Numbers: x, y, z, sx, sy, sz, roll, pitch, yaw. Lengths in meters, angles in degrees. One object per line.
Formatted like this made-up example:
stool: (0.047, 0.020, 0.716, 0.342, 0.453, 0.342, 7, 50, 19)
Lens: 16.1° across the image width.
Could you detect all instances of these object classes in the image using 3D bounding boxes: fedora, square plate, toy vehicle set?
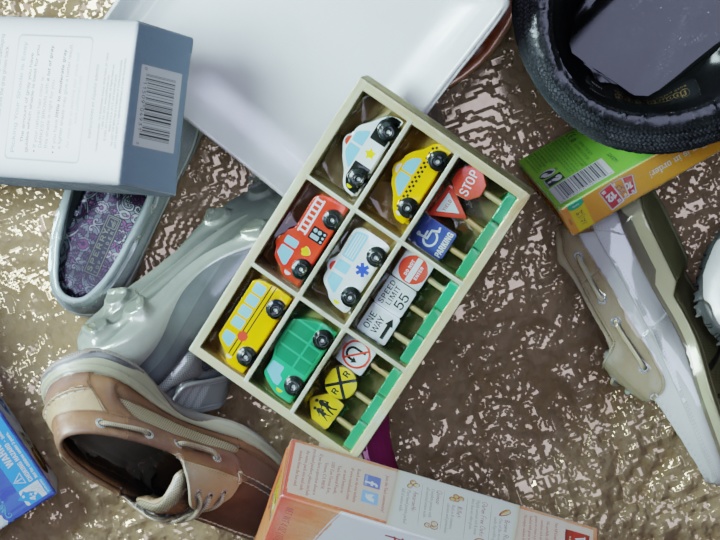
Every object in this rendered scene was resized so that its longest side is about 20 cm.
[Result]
fedora: (0.188, -0.168, 1.549, 0.199, 0.092, 0.202, 0, 94, 0)
square plate: (-0.037, -0.153, 1.543, 0.200, 0.028, 0.198, 38, 119, 2)
toy vehicle set: (0.000, 0.000, 1.532, 0.124, 0.027, 0.200, 33, 103, 3)

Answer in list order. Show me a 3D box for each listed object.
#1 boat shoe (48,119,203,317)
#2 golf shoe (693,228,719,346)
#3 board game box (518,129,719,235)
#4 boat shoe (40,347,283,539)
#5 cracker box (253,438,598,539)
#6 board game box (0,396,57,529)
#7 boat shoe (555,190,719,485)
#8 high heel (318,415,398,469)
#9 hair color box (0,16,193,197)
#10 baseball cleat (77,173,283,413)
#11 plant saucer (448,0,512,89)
boat shoe: (-0.146, -0.066, 1.604, 0.070, 0.072, 0.202, 19, 88, 1)
golf shoe: (0.288, -0.032, 1.570, 0.200, 0.094, 0.078, -44, 95, -13)
board game box: (0.201, -0.095, 1.590, 0.200, 0.096, 0.030, -32, 114, 1)
boat shoe: (-0.117, 0.125, 1.562, 0.200, 0.072, 0.076, 31, 125, -28)
cracker box: (0.031, 0.194, 1.555, 0.199, 0.058, 0.134, 16, 127, -5)
board game box: (-0.326, 0.109, 1.592, 0.199, 0.041, 0.200, -33, 102, 0)
boat shoe: (0.187, 0.047, 1.602, 0.068, 0.075, 0.201, -22, 91, 23)
high heel: (0.014, 0.085, 1.609, 0.096, 0.067, 0.201, -26, 105, -33)
hair color box: (-0.203, -0.103, 1.566, 0.199, 0.061, 0.100, 5, 87, 33)
baseball cleat: (-0.087, 0.020, 1.611, 0.200, 0.070, 0.107, -34, 124, -15)
plant saucer: (0.009, -0.203, 1.628, 0.199, 0.032, 0.201, 0, 88, 2)
